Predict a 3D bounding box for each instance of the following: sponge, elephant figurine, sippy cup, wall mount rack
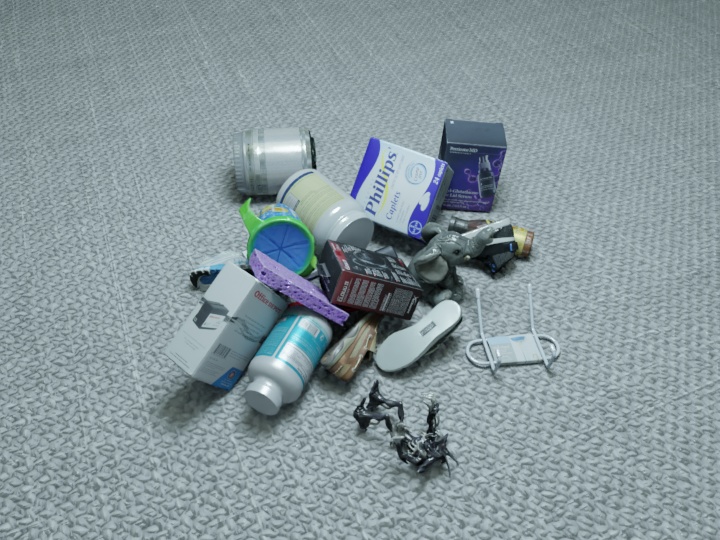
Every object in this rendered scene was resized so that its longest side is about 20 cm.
[{"bbox_3d":[-0.120,0.033,1.189,0.199,0.030,0.112,32,6,-25],"label":"sponge"},{"bbox_3d":[0.172,-0.034,1.301,0.153,0.202,0.142,-18,50,-19],"label":"elephant figurine"},{"bbox_3d":[-0.167,-0.070,1.265,0.138,0.180,0.131,-11,31,-6],"label":"sippy cup"},{"bbox_3d":[0.308,0.119,1.252,0.197,0.075,0.175,-4,47,-8],"label":"wall mount rack"}]

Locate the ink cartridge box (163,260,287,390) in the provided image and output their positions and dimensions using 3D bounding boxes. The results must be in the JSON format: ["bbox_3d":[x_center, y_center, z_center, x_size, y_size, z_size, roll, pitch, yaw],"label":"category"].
[{"bbox_3d":[-0.242,0.105,1.136,0.083,0.145,0.201,31,81,25],"label":"ink cartridge box"}]

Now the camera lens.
[{"bbox_3d":[-0.210,-0.271,1.532,0.197,0.161,0.161,-4,47,-7],"label":"camera lens"}]

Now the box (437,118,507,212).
[{"bbox_3d":[0.264,-0.256,1.514,0.146,0.202,0.105,4,46,1],"label":"box"}]

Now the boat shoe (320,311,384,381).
[{"bbox_3d":[-0.004,0.147,1.222,0.072,0.076,0.200,46,45,-1],"label":"boat shoe"}]

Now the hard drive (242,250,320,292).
[{"bbox_3d":[-0.151,-0.026,1.398,0.198,0.026,0.132,-21,52,-21],"label":"hard drive"}]

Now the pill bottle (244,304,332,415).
[{"bbox_3d":[-0.139,0.169,1.157,0.109,0.112,0.201,19,49,15],"label":"pill bottle"}]

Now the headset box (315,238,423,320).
[{"bbox_3d":[0.007,0.015,1.244,0.197,0.078,0.149,13,22,-22],"label":"headset box"}]

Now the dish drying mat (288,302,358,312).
[{"bbox_3d":[-0.050,0.074,1.299,0.197,0.018,0.077,-9,22,-11],"label":"dish drying mat"}]

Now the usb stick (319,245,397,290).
[{"bbox_3d":[0.000,0.000,1.357,0.198,0.056,0.032,-23,10,-28],"label":"usb stick"}]

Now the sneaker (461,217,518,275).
[{"bbox_3d":[0.260,-0.034,1.397,0.198,0.073,0.113,-20,90,14],"label":"sneaker"}]

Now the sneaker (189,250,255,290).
[{"bbox_3d":[-0.266,-0.011,1.329,0.197,0.076,0.087,0,42,12],"label":"sneaker"}]

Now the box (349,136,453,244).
[{"bbox_3d":[0.091,-0.185,1.439,0.198,0.105,0.186,21,94,18],"label":"box"}]

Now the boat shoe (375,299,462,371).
[{"bbox_3d":[0.122,0.140,1.225,0.199,0.064,0.071,-34,59,-1],"label":"boat shoe"}]

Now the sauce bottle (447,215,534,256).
[{"bbox_3d":[0.304,-0.086,1.450,0.197,0.067,0.066,16,48,10],"label":"sauce bottle"}]

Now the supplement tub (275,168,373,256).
[{"bbox_3d":[-0.080,-0.119,1.371,0.144,0.146,0.200,-31,56,-28],"label":"supplement tub"}]

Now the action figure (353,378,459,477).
[{"bbox_3d":[0.087,0.274,1.079,0.198,0.103,0.119,27,39,23],"label":"action figure"}]
